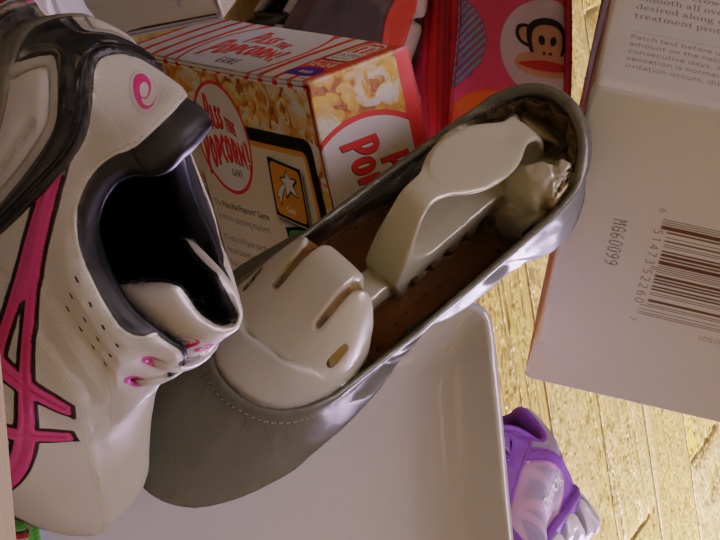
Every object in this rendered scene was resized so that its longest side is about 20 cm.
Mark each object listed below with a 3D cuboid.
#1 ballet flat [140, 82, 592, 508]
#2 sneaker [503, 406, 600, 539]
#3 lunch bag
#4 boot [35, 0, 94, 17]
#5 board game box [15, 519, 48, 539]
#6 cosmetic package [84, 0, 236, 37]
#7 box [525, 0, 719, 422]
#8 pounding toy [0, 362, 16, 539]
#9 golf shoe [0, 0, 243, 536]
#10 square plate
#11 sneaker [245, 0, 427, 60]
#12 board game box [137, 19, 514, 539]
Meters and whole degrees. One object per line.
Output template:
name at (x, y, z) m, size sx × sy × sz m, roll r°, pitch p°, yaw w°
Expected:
ballet flat at (0.000, 0.000, 0.720) m, size 0.200 × 0.067 × 0.064 m, roll -37°, pitch 160°, yaw -24°
sneaker at (0.064, 0.125, 1.106) m, size 0.200 × 0.080 × 0.089 m, roll -38°, pitch 114°, yaw -69°
lunch bag at (0.051, -0.099, 1.017) m, size 0.200 × 0.081 × 0.177 m, roll 111°, pitch -16°, yaw -72°
boot at (-0.147, -0.093, 0.673) m, size 0.096 × 0.073 × 0.201 m, roll -45°, pitch 122°, yaw -48°
board game box at (-0.145, 0.124, 0.647) m, size 0.151 × 0.036 × 0.202 m, roll -10°, pitch 95°, yaw -64°
cosmetic package at (-0.073, -0.162, 0.802) m, size 0.200 × 0.103 × 0.073 m, roll -64°, pitch 141°, yaw -53°
box at (0.142, -0.064, 0.867) m, size 0.201 × 0.106 × 0.153 m, roll -73°, pitch 173°, yaw -48°
pounding toy at (-0.186, 0.023, 0.429) m, size 0.142 × 0.183 × 0.201 m, roll -36°, pitch 127°, yaw -64°
golf shoe at (-0.078, 0.016, 0.615) m, size 0.073 × 0.092 × 0.201 m, roll -48°, pitch 152°, yaw -35°
square plate at (-0.040, 0.122, 0.754) m, size 0.028 × 0.197 × 0.202 m, roll -174°, pitch -103°, yaw -78°
sneaker at (-0.021, -0.101, 0.928) m, size 0.077 × 0.081 × 0.202 m, roll 169°, pitch -74°, yaw -73°
board game box at (-0.018, 0.008, 0.842) m, size 0.046 × 0.151 × 0.201 m, roll -23°, pitch 111°, yaw -26°
